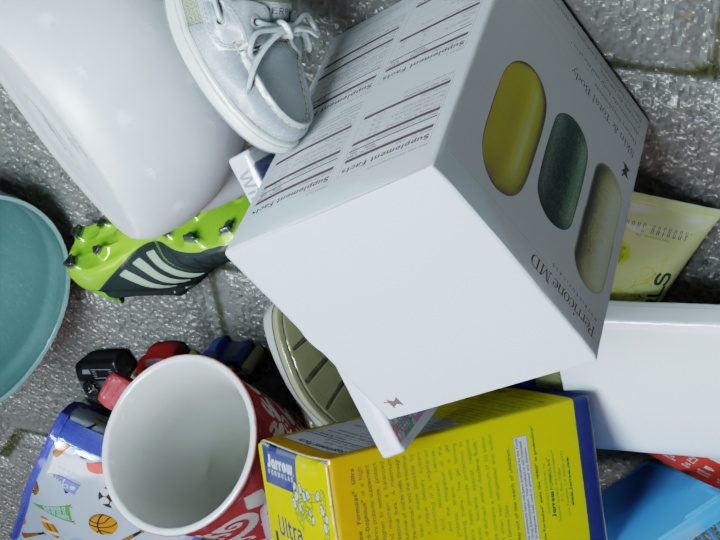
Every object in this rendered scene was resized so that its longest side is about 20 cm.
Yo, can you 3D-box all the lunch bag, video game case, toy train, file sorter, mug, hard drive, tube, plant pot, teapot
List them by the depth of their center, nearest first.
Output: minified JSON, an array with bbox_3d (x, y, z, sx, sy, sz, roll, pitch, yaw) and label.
[{"bbox_3d":[-0.134,-0.130,0.803,0.197,0.146,0.200,47,167,15],"label":"teapot"},{"bbox_3d":[0.000,0.000,0.824,0.018,0.143,0.200,-24,98,28],"label":"video game case"},{"bbox_3d":[0.234,0.075,0.862,0.199,0.027,0.132,2,134,22],"label":"hard drive"},{"bbox_3d":[0.171,0.020,0.892,0.052,0.058,0.200,50,144,27],"label":"tube"},{"bbox_3d":[0.206,0.233,0.934,0.123,0.139,0.200,58,178,0],"label":"file sorter"},{"bbox_3d":[-0.348,0.007,1.019,0.134,0.200,0.201,31,146,33],"label":"plant pot"},{"bbox_3d":[-0.104,0.140,1.055,0.133,0.178,0.200,-36,151,10],"label":"mug"},{"bbox_3d":[-0.164,0.081,1.116,0.199,0.034,0.046,-6,121,29],"label":"toy train"},{"bbox_3d":[-0.218,0.209,1.205,0.170,0.124,0.200,26,146,-3],"label":"lunch bag"}]

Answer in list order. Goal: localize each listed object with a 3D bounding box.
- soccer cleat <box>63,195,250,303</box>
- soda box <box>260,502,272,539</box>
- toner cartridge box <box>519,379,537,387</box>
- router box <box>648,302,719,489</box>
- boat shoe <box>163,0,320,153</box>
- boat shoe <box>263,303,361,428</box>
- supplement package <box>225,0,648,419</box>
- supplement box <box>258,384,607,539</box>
[{"bbox_3d":[-0.135,-0.018,0.983,0.199,0.068,0.081,-12,146,34],"label":"soccer cleat"},{"bbox_3d":[0.031,0.185,0.975,0.199,0.064,0.068,-1,147,-28],"label":"soda box"},{"bbox_3d":[0.115,0.144,1.048,0.095,0.043,0.200,21,139,3],"label":"toner cartridge box"},{"bbox_3d":[0.313,0.101,0.912,0.199,0.049,0.180,27,139,-4],"label":"router box"},{"bbox_3d":[-0.068,-0.165,0.728,0.065,0.074,0.203,-23,79,31],"label":"boat shoe"},{"bbox_3d":[-0.020,0.103,1.038,0.068,0.075,0.200,-8,119,57],"label":"boat shoe"},{"bbox_3d":[0.053,-0.050,0.754,0.150,0.200,0.152,-21,124,38],"label":"supplement package"},{"bbox_3d":[0.049,0.150,0.874,0.109,0.199,0.110,1,99,63],"label":"supplement box"}]
